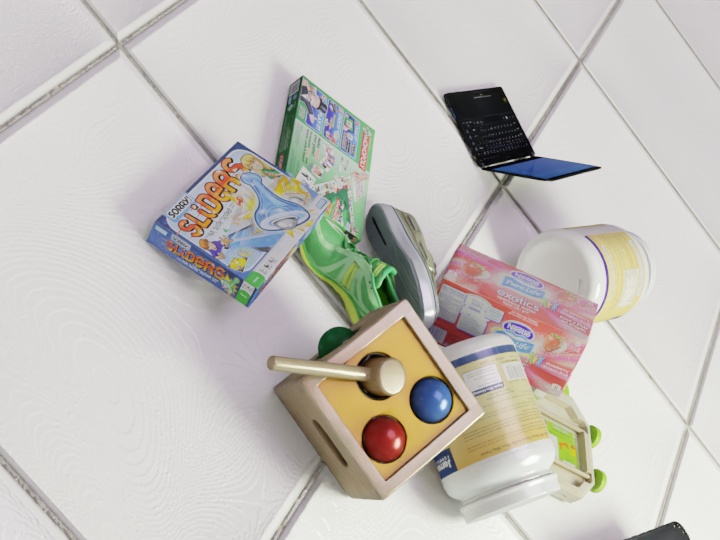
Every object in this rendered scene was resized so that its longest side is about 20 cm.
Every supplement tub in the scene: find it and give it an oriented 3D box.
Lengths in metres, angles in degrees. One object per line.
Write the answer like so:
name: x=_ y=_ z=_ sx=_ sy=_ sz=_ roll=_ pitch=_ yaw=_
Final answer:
supplement tub: x=0.150 y=0.191 z=1.557 sx=0.144 sy=0.144 sz=0.201 roll=-2 pitch=67 yaw=-49
supplement tub: x=0.336 y=0.006 z=1.899 sx=0.200 sy=0.145 sz=0.146 roll=-7 pitch=71 yaw=-51

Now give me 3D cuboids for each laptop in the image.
laptop: x=0.250 y=-0.213 z=1.985 sx=0.177 sy=0.103 sz=0.201 roll=-16 pitch=78 yaw=-53

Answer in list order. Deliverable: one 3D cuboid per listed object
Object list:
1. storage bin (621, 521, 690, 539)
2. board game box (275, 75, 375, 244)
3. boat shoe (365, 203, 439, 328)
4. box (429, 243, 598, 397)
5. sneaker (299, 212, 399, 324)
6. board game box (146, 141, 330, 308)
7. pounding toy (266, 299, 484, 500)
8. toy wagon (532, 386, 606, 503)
storage bin: x=0.368 y=0.421 z=1.694 sx=0.200 sy=0.094 sz=0.136 roll=-2 pitch=68 yaw=-50
board game box: x=-0.045 y=-0.141 z=1.657 sx=0.134 sy=0.029 sz=0.201 roll=36 pitch=42 yaw=-29
boat shoe: x=0.066 y=-0.010 z=1.630 sx=0.062 sy=0.072 sz=0.201 roll=3 pitch=49 yaw=-28
box: x=0.191 y=0.063 z=1.655 sx=0.199 sy=0.103 sz=0.095 roll=23 pitch=36 yaw=6
sneaker: x=0.000 y=0.000 z=1.567 sx=0.200 sy=0.083 sz=0.074 roll=53 pitch=38 yaw=-8
board game box: x=-0.134 y=-0.056 z=1.455 sx=0.135 sy=0.035 sz=0.200 roll=32 pitch=39 yaw=2
pounding toy: x=0.004 y=0.131 z=1.397 sx=0.184 sy=0.142 sz=0.200 roll=-37 pitch=96 yaw=-22
toy wagon: x=0.271 y=0.216 z=1.768 sx=0.155 sy=0.040 sz=0.201 roll=30 pitch=45 yaw=-34
